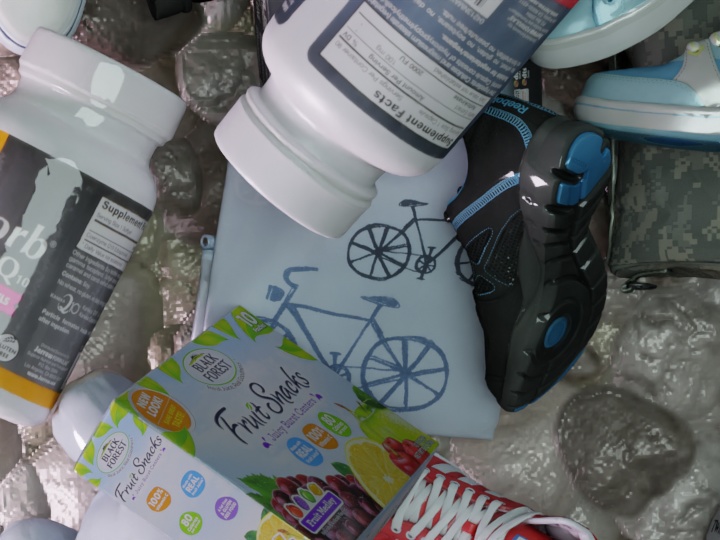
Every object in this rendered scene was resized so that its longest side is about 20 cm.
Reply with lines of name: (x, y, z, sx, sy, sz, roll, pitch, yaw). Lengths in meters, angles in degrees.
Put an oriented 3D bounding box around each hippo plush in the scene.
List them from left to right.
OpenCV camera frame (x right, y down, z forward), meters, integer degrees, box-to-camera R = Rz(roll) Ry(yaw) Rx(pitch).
hippo plush: (-0.120, 0.173, 1.512, 0.159, 0.200, 0.161, 25, 110, -40)

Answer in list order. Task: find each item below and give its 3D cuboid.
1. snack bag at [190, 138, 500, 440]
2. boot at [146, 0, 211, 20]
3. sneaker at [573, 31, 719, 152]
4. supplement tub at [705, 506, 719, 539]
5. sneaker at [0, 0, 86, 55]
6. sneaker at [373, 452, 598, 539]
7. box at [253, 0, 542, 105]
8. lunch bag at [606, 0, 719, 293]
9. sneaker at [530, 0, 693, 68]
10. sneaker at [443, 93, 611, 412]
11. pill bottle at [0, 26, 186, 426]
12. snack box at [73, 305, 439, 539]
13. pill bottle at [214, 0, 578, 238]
snack bag: (0.000, 0.000, 1.558, 0.188, 0.021, 0.201, 6, 112, -9)
boot: (-0.065, -0.253, 1.543, 0.157, 0.079, 0.212, -15, 108, -7)
sneaker: (0.215, -0.130, 1.474, 0.199, 0.080, 0.131, 1, 88, 7)
supplement tub: (0.278, 0.176, 1.553, 0.122, 0.200, 0.123, 0, 90, -10)
sneaker: (-0.185, -0.220, 1.531, 0.073, 0.071, 0.201, -2, 93, -10)
sneaker: (0.061, 0.150, 1.558, 0.200, 0.112, 0.071, 27, 85, -9)
box: (0.021, -0.134, 1.539, 0.157, 0.050, 0.201, -9, 120, -10)
lunch bag: (0.223, -0.087, 1.574, 0.167, 0.139, 0.201, 0, 87, 7)
sneaker: (0.162, -0.193, 1.499, 0.200, 0.074, 0.082, -36, 121, -4)
sneaker: (0.090, -0.012, 1.523, 0.073, 0.082, 0.200, -32, 140, -39)
pill bottle: (-0.182, -0.025, 1.508, 0.116, 0.116, 0.200, 27, 88, -9)
snack box: (-0.051, 0.099, 1.454, 0.142, 0.200, 0.053, 33, 110, 6)
pill bottle: (0.019, -0.120, 1.445, 0.120, 0.120, 0.200, 39, 103, -8)
